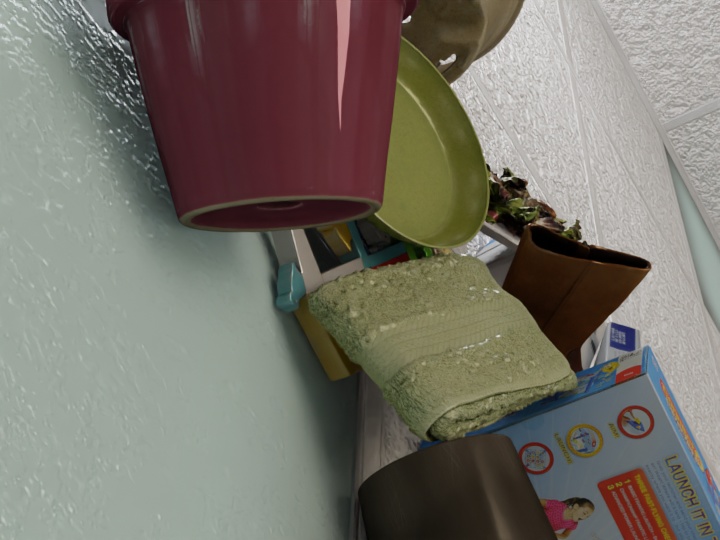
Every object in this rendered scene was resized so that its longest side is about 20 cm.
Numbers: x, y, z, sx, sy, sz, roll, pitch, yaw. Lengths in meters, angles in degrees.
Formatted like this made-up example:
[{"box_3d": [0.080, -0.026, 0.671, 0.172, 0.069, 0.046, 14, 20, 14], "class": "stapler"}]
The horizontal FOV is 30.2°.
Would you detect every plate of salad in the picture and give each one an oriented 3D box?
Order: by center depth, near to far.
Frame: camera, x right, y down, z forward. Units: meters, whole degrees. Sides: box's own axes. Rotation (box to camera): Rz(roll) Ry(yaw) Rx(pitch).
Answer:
[{"box_3d": [0.134, -0.070, 1.273, 0.199, 0.048, 0.200, 29, 17, -10], "class": "plate of salad"}]

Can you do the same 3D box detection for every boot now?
[{"box_3d": [0.185, 0.055, 1.109, 0.187, 0.200, 0.069, 21, 40, -7], "class": "boot"}]

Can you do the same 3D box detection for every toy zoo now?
[{"box_3d": [0.000, 0.000, 0.991, 0.200, 0.020, 0.132, -24, 94, -53], "class": "toy zoo"}]

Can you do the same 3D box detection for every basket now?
[{"box_3d": [0.081, 0.220, 0.868, 0.180, 0.136, 0.201, 14, 51, -51], "class": "basket"}]

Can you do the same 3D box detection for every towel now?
[{"box_3d": [0.064, 0.047, 0.952, 0.200, 0.037, 0.148, -11, 52, -51], "class": "towel"}]

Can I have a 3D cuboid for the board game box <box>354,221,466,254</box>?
[{"box_3d": [0.020, -0.060, 1.114, 0.200, 0.035, 0.136, 50, 28, -26], "class": "board game box"}]

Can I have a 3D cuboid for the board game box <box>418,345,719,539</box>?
[{"box_3d": [0.175, 0.186, 1.042, 0.201, 0.195, 0.056, 63, 20, -12], "class": "board game box"}]

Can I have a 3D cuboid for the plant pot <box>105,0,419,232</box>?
[{"box_3d": [-0.057, -0.122, 0.831, 0.200, 0.199, 0.180, 9, 76, -67], "class": "plant pot"}]

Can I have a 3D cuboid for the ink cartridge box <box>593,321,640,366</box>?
[{"box_3d": [0.231, 0.173, 1.316, 0.200, 0.040, 0.201, -54, 158, -72], "class": "ink cartridge box"}]

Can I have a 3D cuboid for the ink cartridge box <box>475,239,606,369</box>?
[{"box_3d": [0.177, 0.037, 1.369, 0.147, 0.084, 0.200, 65, 21, -4], "class": "ink cartridge box"}]

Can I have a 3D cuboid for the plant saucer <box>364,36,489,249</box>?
[{"box_3d": [0.022, -0.102, 1.028, 0.200, 0.031, 0.201, 28, 46, -34], "class": "plant saucer"}]

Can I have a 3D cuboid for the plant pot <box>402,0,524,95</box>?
[{"box_3d": [0.047, -0.241, 1.164, 0.201, 0.200, 0.184, 59, 19, -20], "class": "plant pot"}]
